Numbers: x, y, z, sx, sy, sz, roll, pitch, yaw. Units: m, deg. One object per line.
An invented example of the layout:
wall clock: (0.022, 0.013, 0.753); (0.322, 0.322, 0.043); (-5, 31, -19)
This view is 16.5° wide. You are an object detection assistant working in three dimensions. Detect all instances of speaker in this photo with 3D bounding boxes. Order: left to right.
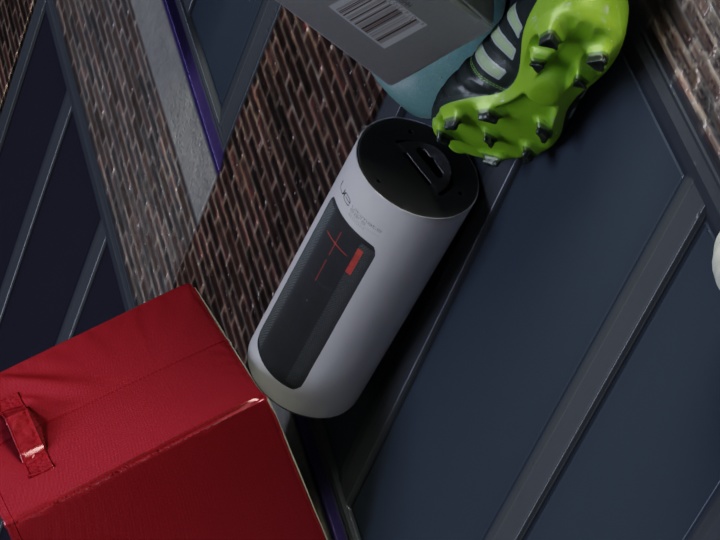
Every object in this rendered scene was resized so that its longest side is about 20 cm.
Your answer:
speaker: (0.000, 0.000, 1.517); (0.200, 0.081, 0.081); (120, 145, -44)

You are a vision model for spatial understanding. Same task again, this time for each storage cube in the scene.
storage cube: (-0.137, 0.145, 1.604); (0.171, 0.179, 0.200); (51, 163, 57)

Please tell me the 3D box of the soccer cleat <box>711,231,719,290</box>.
soccer cleat: (0.199, -0.006, 1.074); (0.200, 0.077, 0.070); (-169, 84, -66)

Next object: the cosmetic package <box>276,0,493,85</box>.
cosmetic package: (0.014, -0.217, 1.387); (0.090, 0.107, 0.201); (-26, 46, 37)

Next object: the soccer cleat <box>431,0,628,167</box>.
soccer cleat: (0.097, -0.118, 1.350); (0.200, 0.067, 0.081); (-43, 25, 62)

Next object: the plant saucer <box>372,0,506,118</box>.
plant saucer: (0.034, -0.194, 1.521); (0.200, 0.036, 0.201); (-176, 90, -66)
